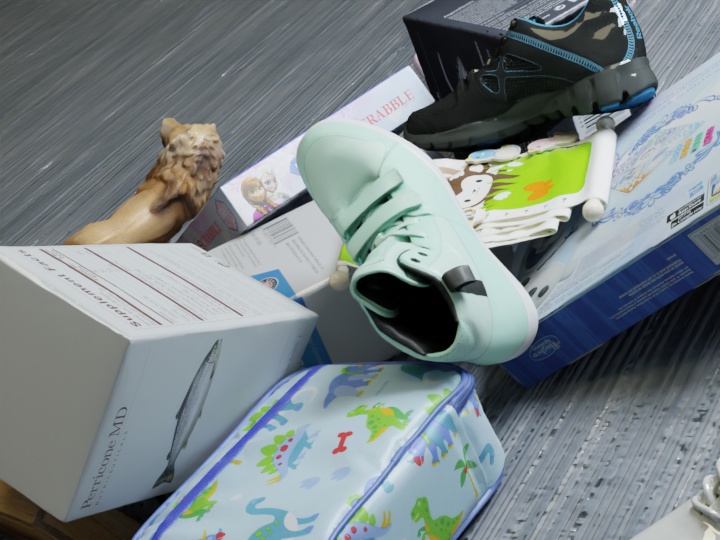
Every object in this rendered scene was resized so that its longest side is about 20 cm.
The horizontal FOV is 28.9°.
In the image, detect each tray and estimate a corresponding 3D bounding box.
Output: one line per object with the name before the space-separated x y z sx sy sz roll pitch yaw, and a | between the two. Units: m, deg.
tray | -0.221 0.151 0.903 0.200 0.099 0.037 6 62 47

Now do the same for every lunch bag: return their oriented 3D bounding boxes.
lunch bag | -0.027 0.133 0.799 0.160 0.083 0.200 -3 31 43

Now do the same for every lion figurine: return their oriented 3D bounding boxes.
lion figurine | -0.188 -0.036 1.136 0.200 0.072 0.122 -54 7 -36

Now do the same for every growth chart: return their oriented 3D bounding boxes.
growth chart | 0.079 -0.049 0.946 0.199 0.018 0.145 -14 30 13

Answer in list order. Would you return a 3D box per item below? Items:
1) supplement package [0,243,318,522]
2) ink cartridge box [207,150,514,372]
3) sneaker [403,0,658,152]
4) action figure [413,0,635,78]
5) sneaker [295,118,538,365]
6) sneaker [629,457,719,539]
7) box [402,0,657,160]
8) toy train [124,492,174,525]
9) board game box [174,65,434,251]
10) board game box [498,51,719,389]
supplement package | -0.137 0.059 0.843 0.117 0.117 0.200 29 16 25
ink cartridge box | 0.000 0.000 1.030 0.200 0.084 0.145 -27 26 -6
sneaker | 0.116 -0.137 1.007 0.200 0.082 0.073 -15 -3 32
action figure | 0.173 -0.247 1.397 0.200 0.134 0.149 -30 -20 -42
sneaker | 0.015 -0.025 0.835 0.074 0.200 0.118 -50 -21 18
sneaker | 0.195 0.104 0.670 0.200 0.071 0.073 -28 25 -9
box | 0.140 -0.157 1.144 0.104 0.148 0.200 -30 26 -14
toy train | -0.143 0.119 0.953 0.056 0.042 0.200 6 19 -16
board game box | -0.055 -0.076 1.181 0.200 0.041 0.199 -35 -1 -25
board game box | 0.182 -0.041 0.902 0.200 0.043 0.199 -36 20 35
